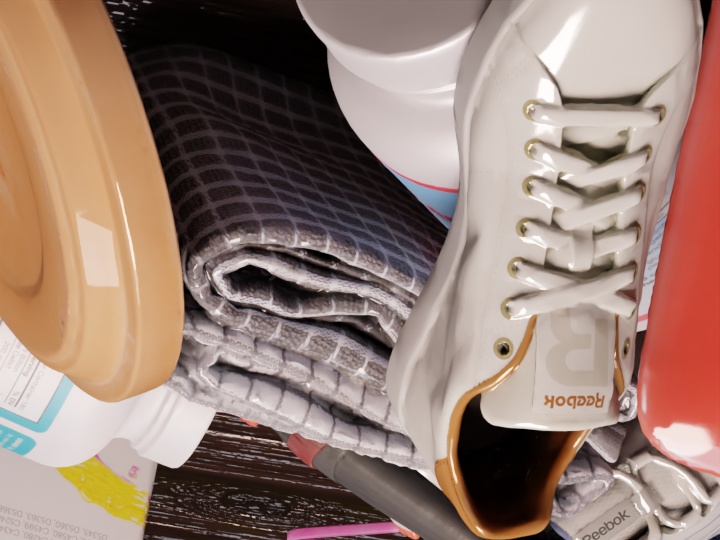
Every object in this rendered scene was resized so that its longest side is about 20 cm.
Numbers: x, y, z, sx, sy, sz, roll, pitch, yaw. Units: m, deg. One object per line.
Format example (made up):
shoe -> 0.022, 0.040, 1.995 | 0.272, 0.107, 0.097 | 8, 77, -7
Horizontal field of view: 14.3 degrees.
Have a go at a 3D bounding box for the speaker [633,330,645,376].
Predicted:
speaker -> 0.191, 0.076, 1.159 | 0.200, 0.081, 0.081 | 8, 161, 21

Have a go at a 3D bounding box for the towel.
towel -> 0.000, 0.000, 1.058 | 0.200, 0.086, 0.166 | 20, -160, -27

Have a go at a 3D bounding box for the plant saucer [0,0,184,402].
plant saucer -> -0.116, -0.050, 0.938 | 0.032, 0.201, 0.200 | -21, 169, -20

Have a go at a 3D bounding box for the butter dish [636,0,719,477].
butter dish -> 0.189, -0.023, 0.922 | 0.200, 0.200, 0.148 | 12, -177, -6

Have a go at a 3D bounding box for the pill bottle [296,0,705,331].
pill bottle -> 0.056, -0.062, 0.933 | 0.109, 0.109, 0.200 | -1, 157, 27

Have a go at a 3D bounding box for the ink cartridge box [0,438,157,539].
ink cartridge box -> -0.185, 0.088, 1.316 | 0.146, 0.200, 0.147 | 19, 158, -25

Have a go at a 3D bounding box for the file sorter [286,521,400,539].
file sorter -> 0.047, 0.126, 1.293 | 0.139, 0.200, 0.125 | 16, 162, -42

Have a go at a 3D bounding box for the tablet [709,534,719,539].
tablet -> 0.177, 0.114, 1.184 | 0.130, 0.200, 0.014 | 4, 115, 11

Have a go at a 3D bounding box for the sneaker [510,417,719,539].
sneaker -> 0.119, 0.083, 1.097 | 0.200, 0.075, 0.087 | -36, 178, 25

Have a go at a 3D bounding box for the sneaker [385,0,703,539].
sneaker -> 0.064, -0.005, 0.842 | 0.073, 0.085, 0.200 | -1, 128, -19

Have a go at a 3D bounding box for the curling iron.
curling iron -> -0.003, 0.060, 1.062 | 0.050, 0.026, 0.200 | -16, -142, -38

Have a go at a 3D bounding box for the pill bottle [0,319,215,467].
pill bottle -> -0.152, 0.011, 1.183 | 0.200, 0.111, 0.111 | 25, 157, -14

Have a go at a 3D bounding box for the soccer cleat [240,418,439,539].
soccer cleat -> -0.013, 0.039, 1.210 | 0.200, 0.069, 0.078 | 34, 148, 50
